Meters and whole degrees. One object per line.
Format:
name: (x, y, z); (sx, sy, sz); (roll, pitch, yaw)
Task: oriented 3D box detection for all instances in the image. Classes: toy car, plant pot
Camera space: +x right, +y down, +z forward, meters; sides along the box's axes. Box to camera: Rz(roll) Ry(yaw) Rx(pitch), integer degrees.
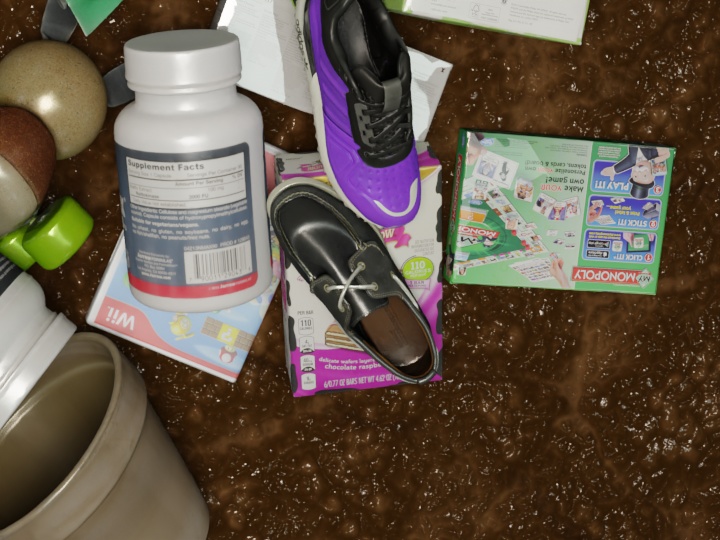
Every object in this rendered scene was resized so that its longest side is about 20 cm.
toy car: (-0.259, -0.125, 1.114); (0.164, 0.157, 0.201); (46, 61, -23)
plant pot: (-0.220, 0.183, 1.151); (0.200, 0.200, 0.174); (-41, 123, -1)

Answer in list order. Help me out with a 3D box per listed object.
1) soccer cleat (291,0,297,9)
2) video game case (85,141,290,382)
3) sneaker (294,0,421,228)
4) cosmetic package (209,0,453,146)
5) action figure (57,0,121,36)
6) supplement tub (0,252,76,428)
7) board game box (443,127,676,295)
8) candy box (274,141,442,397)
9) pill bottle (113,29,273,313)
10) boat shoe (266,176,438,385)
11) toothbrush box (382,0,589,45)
soccer cleat: (-0.018, -0.280, 1.064); (0.080, 0.068, 0.202); (13, 129, 7)
video game case: (-0.131, -0.022, 1.203); (0.141, 0.017, 0.202); (23, 96, -17)
sneaker: (0.008, -0.124, 1.058); (0.069, 0.099, 0.203); (-23, 105, -20)
cosmetic package: (-0.030, -0.171, 1.177); (0.198, 0.051, 0.084); (20, 100, -16)
action figure: (-0.167, -0.284, 1.117); (0.199, 0.055, 0.119); (-34, 97, -13)
supplement tub: (-0.330, 0.031, 1.067); (0.199, 0.140, 0.141); (38, 92, -8)
board game box: (0.178, -0.052, 1.261); (0.197, 0.029, 0.137); (4, 102, -14)
candy box: (0.000, 0.000, 1.190); (0.134, 0.061, 0.203); (-6, 115, -8)
pill bottle: (-0.132, -0.080, 1.107); (0.118, 0.120, 0.203); (-6, 110, -11)
boat shoe: (-0.001, 0.009, 1.123); (0.071, 0.068, 0.201); (-34, 114, 6)
toothbrush box: (0.083, -0.236, 1.111); (0.143, 0.200, 0.087); (8, 99, -14)
